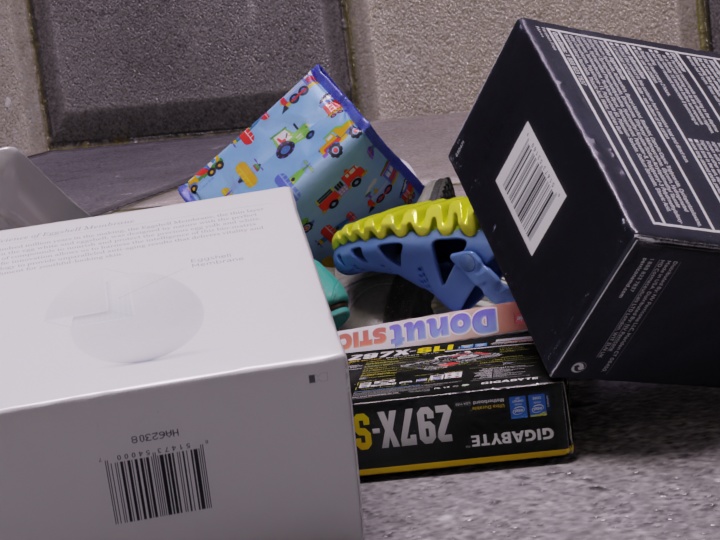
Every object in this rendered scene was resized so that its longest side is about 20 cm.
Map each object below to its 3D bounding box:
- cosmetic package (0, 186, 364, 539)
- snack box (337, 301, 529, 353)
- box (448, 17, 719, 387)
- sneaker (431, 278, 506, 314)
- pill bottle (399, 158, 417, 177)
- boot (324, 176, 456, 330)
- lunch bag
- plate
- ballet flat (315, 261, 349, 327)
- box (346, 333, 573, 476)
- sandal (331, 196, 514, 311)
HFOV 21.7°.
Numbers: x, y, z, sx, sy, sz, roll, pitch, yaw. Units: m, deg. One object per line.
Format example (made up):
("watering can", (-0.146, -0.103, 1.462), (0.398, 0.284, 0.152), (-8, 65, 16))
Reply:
("cosmetic package", (-0.114, 0.062, 1.017), (0.198, 0.124, 0.200), (-9, 30, -6))
("snack box", (0.060, 0.049, 1.289), (0.199, 0.025, 0.072), (-10, -18, 20))
("box", (0.188, -0.037, 1.151), (0.197, 0.124, 0.201), (5, 43, -26))
("sneaker", (0.122, -0.001, 1.486), (0.199, 0.088, 0.075), (1, 10, 32))
("pill bottle", (-0.042, -0.056, 1.858), (0.199, 0.113, 0.112), (-12, 10, -29))
("boot", (0.000, 0.000, 1.435), (0.130, 0.068, 0.201), (-1, 40, 21))
("lunch bag", (-0.023, -0.039, 1.505), (0.150, 0.200, 0.094), (-41, 48, 3))
("plate", (-0.297, -0.017, 1.311), (0.199, 0.033, 0.200), (-15, -17, 6))
("ballet flat", (-0.101, 0.042, 1.314), (0.199, 0.071, 0.067), (-26, -18, -30))
("box", (0.031, 0.084, 1.167), (0.198, 0.050, 0.160), (-6, 7, 6))
("sandal", (0.061, -0.008, 1.321), (0.199, 0.088, 0.079), (-5, 11, 43))
